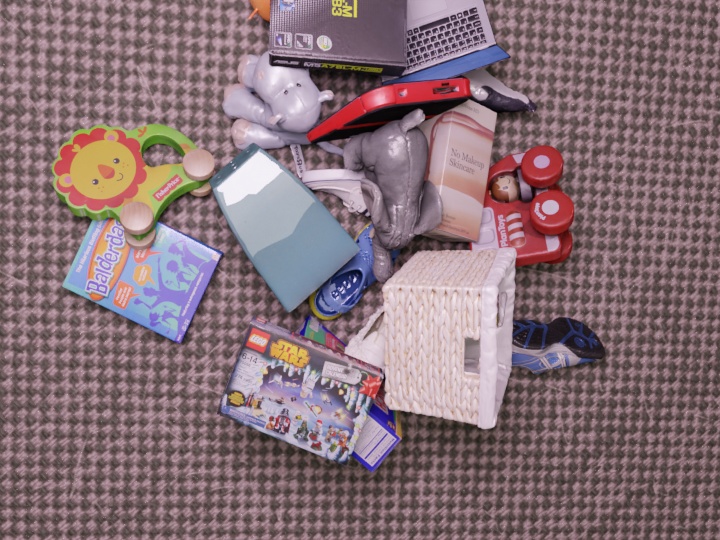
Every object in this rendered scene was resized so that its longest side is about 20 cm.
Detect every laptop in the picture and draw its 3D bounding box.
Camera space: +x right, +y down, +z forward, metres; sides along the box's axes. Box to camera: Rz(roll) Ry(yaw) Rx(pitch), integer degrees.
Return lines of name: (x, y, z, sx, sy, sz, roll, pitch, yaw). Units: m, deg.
laptop: (0.105, -0.348, 1.041, 0.183, 0.116, 0.205, -15, 78, 8)

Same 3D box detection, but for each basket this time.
basket: (0.132, 0.082, 1.008, 0.157, 0.200, 0.204, 4, 108, 20)

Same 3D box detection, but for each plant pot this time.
plant pot: (-0.125, -0.076, 1.042, 0.141, 0.141, 0.201, -40, 113, -3)

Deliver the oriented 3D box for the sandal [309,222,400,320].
sandal: (0.000, 0.000, 1.117, 0.079, 0.087, 0.201, 38, 87, -7)

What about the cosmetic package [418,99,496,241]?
cosmetic package: (0.137, -0.153, 1.092, 0.101, 0.086, 0.206, 11, 85, -36)

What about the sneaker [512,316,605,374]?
sneaker: (0.317, 0.129, 1.186, 0.195, 0.077, 0.078, 7, 133, -17)

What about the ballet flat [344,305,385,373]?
ballet flat: (0.024, 0.106, 1.074, 0.070, 0.201, 0.074, 6, 118, 13)

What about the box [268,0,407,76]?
box: (-0.030, -0.376, 0.971, 0.187, 0.048, 0.206, 2, 83, -8)

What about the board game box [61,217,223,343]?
board game box: (-0.332, -0.002, 1.093, 0.196, 0.045, 0.155, 26, 91, -8)

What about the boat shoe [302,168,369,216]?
boat shoe: (0.004, -0.121, 1.118, 0.194, 0.071, 0.072, 2, 94, -16)

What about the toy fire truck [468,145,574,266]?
toy fire truck: (0.242, -0.095, 1.115, 0.163, 0.113, 0.205, -9, 60, 10)

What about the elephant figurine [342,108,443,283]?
elephant figurine: (0.054, -0.097, 1.014, 0.138, 0.155, 0.206, -9, 81, 20)

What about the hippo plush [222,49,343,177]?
hippo plush: (-0.122, -0.234, 1.042, 0.156, 0.161, 0.204, -26, 97, -5)

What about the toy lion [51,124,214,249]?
toy lion: (-0.343, -0.146, 1.052, 0.191, 0.069, 0.200, 42, 66, 6)

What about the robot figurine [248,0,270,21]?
robot figurine: (-0.089, -0.440, 1.052, 0.196, 0.117, 0.146, -23, 120, -5)

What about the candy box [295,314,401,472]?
candy box: (-0.031, 0.182, 1.083, 0.199, 0.169, 0.077, 42, 102, -10)

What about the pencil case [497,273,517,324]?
pencil case: (0.193, 0.087, 1.151, 0.086, 0.088, 0.206, 12, 93, -8)

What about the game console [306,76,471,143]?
game console: (0.043, -0.224, 0.997, 0.197, 0.175, 0.032, -16, 92, -37)

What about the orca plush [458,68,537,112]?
orca plush: (0.183, -0.288, 1.142, 0.195, 0.072, 0.107, 17, 48, -13)

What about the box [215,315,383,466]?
box: (-0.082, 0.165, 0.972, 0.196, 0.040, 0.140, 22, 99, -5)
